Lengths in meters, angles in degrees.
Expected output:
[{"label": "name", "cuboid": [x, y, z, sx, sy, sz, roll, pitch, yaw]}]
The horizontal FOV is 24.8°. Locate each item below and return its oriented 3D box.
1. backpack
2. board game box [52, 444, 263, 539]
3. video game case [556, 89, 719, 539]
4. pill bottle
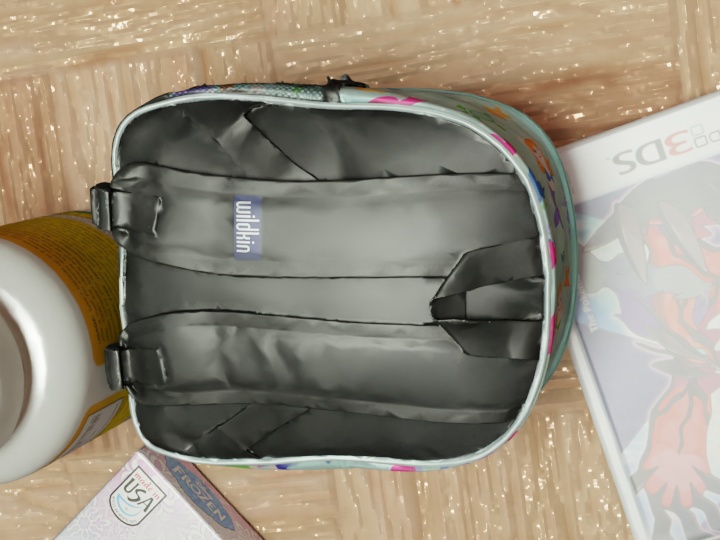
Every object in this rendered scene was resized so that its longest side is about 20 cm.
[{"label": "backpack", "cuboid": [0.000, 0.000, 0.744, 0.198, 0.150, 0.179, 2, 100, 21]}, {"label": "board game box", "cuboid": [-0.105, 0.227, 0.855, 0.200, 0.043, 0.199, 45, 104, 5]}, {"label": "video game case", "cuboid": [0.185, 0.016, 0.767, 0.181, 0.023, 0.202, -19, 92, 15]}, {"label": "pill bottle", "cuboid": [-0.162, 0.036, 0.763, 0.112, 0.200, 0.114, 2, 98, 13]}]
